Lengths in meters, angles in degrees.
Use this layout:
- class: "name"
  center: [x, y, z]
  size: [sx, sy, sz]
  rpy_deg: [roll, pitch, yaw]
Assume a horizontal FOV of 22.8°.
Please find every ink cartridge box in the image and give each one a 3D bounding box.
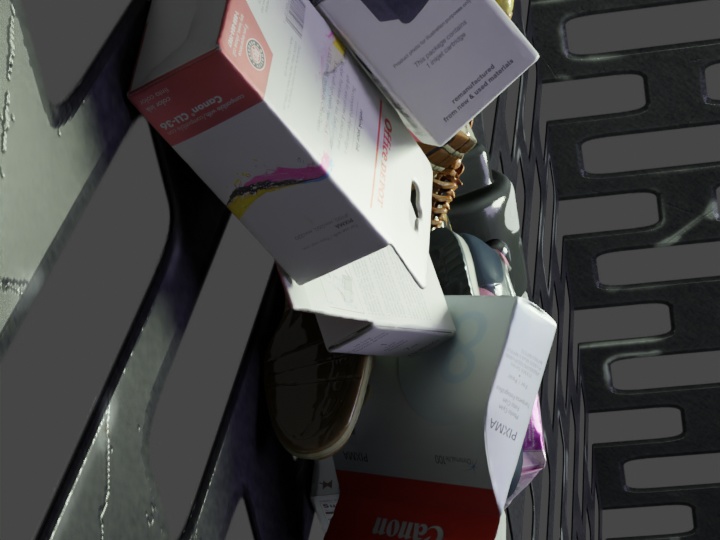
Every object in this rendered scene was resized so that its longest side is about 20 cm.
- class: "ink cartridge box"
  center: [0.004, -0.178, 1.082]
  size: [0.200, 0.084, 0.145]
  rpy_deg: [50, -1, -8]
- class: "ink cartridge box"
  center: [0.032, 0.114, 1.160]
  size: [0.047, 0.159, 0.202]
  rpy_deg: [31, 70, -36]
- class: "ink cartridge box"
  center: [-0.032, -0.048, 1.111]
  size: [0.176, 0.045, 0.202]
  rpy_deg: [9, 56, -53]
- class: "ink cartridge box"
  center: [-0.037, -0.077, 1.003]
  size: [0.200, 0.067, 0.117]
  rpy_deg: [49, 31, -33]

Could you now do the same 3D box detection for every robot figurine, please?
- class: "robot figurine"
  center: [0.085, -0.016, 1.621]
  size: [0.150, 0.124, 0.202]
  rpy_deg: [-64, 146, -64]

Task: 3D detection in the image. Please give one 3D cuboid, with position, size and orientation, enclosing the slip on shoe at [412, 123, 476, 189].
- class: "slip on shoe"
  center: [0.034, -0.103, 1.290]
  size: [0.061, 0.076, 0.200]
  rpy_deg: [57, 7, 8]

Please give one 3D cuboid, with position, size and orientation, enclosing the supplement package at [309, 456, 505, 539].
- class: "supplement package"
  center: [0.040, 0.175, 1.324]
  size: [0.201, 0.108, 0.114]
  rpy_deg: [72, 17, -47]

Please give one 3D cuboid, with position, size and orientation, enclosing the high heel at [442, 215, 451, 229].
- class: "high heel"
  center: [0.032, 0.000, 1.489]
  size: [0.143, 0.071, 0.202]
  rpy_deg: [-41, 124, -70]

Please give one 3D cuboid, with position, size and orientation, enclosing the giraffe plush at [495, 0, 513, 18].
- class: "giraffe plush"
  center: [0.017, -0.252, 1.281]
  size: [0.163, 0.198, 0.174]
  rpy_deg: [-108, -179, -56]

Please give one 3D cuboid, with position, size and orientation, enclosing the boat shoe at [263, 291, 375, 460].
- class: "boat shoe"
  center: [-0.022, 0.047, 1.181]
  size: [0.063, 0.073, 0.202]
  rpy_deg: [66, 14, -46]

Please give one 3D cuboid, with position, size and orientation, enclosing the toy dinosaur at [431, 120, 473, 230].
- class: "toy dinosaur"
  center: [0.042, -0.126, 1.415]
  size: [0.102, 0.134, 0.202]
  rpy_deg: [67, 20, -58]

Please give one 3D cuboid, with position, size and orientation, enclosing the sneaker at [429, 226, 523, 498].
- class: "sneaker"
  center: [0.093, 0.067, 1.236]
  size: [0.082, 0.070, 0.202]
  rpy_deg: [14, 59, -41]

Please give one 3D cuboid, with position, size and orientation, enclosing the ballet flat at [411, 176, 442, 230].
- class: "ballet flat"
  center: [0.055, -0.048, 1.467]
  size: [0.067, 0.046, 0.202]
  rpy_deg: [132, -41, -56]

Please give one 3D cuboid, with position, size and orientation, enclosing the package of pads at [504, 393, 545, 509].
- class: "package of pads"
  center: [0.088, 0.149, 1.501]
  size: [0.200, 0.075, 0.122]
  rpy_deg: [119, -30, -60]
